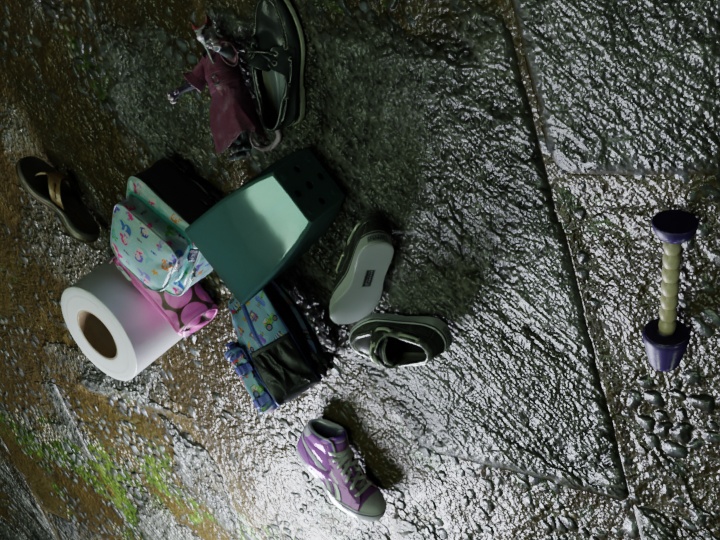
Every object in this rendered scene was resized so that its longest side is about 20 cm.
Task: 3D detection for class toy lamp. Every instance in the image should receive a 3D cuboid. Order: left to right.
[{"bbox_3d":[0.355,0.028,1.291,0.058,0.058,0.202,21,131,33],"label":"toy lamp"}]

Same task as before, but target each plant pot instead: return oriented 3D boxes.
[{"bbox_3d":[-0.126,-0.079,1.632,0.142,0.141,0.200,51,136,-2],"label":"plant pot"}]

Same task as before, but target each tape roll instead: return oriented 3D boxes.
[{"bbox_3d":[-0.435,0.082,2.075,0.201,0.139,0.205,26,136,28],"label":"tape roll"}]

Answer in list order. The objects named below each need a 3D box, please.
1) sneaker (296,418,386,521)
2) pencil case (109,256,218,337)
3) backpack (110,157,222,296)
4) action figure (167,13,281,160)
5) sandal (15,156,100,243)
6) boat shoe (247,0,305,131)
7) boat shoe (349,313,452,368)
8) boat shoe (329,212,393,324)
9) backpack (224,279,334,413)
[{"bbox_3d":[-0.028,0.337,1.929,0.200,0.072,0.115,39,138,15],"label":"sneaker"},{"bbox_3d":[-0.344,0.026,1.972,0.200,0.094,0.091,46,143,5],"label":"pencil case"},{"bbox_3d":[-0.317,-0.056,1.842,0.177,0.150,0.201,40,146,11],"label":"backpack"},{"bbox_3d":[-0.182,-0.264,1.579,0.133,0.148,0.203,-16,90,45],"label":"action figure"},{"bbox_3d":[-0.546,-0.137,2.061,0.201,0.082,0.055,50,126,3],"label":"sandal"},{"bbox_3d":[-0.121,-0.277,1.512,0.074,0.066,0.201,26,137,28],"label":"boat shoe"},{"bbox_3d":[0.044,0.106,1.653,0.199,0.064,0.071,-9,114,49],"label":"boat shoe"},{"bbox_3d":[0.000,0.000,1.627,0.201,0.070,0.064,115,149,-45],"label":"boat shoe"},{"bbox_3d":[-0.144,0.106,1.767,0.201,0.134,0.183,58,-178,1],"label":"backpack"}]
